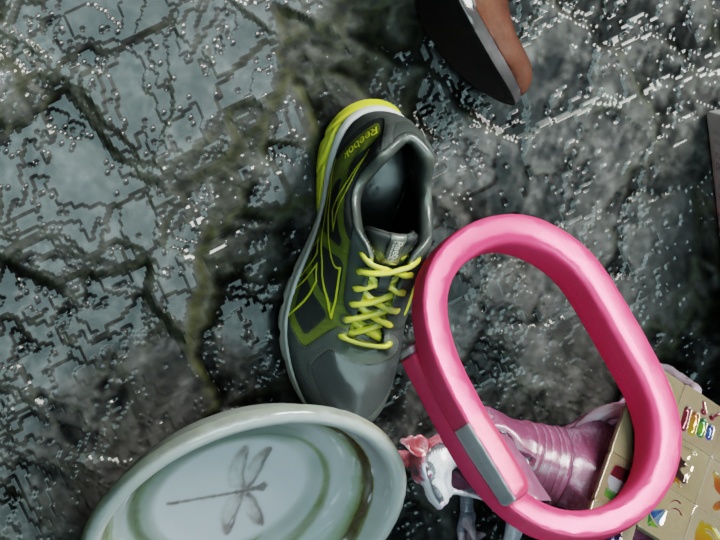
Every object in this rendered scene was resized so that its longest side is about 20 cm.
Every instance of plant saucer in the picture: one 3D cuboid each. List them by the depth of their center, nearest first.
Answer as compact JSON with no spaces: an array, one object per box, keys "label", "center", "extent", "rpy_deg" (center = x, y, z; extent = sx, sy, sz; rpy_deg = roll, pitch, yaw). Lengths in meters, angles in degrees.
[{"label":"plant saucer","center":[-0.074,0.136,1.510],"extent":[0.200,0.050,0.200],"rpy_deg":[-15,139,-14]}]

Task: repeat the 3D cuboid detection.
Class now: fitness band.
[{"label":"fitness band","center":[0.106,0.064,1.502],"extent":[0.144,0.037,0.200],"rpy_deg":[-26,85,-33]}]

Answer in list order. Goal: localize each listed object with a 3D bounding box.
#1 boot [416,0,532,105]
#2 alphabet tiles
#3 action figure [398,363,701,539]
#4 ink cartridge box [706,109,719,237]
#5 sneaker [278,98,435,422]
[{"label":"boot","center":[0.114,-0.222,1.546],"extent":[0.200,0.068,0.188],"rpy_deg":[-33,101,-19]},{"label":"alphabet tiles","center":[0.221,0.172,1.553],"extent":[0.200,0.008,0.167],"rpy_deg":[33,61,-19]},{"label":"action figure","center":[0.113,0.117,1.551],"extent":[0.200,0.134,0.149],"rpy_deg":[17,94,-25]},{"label":"ink cartridge box","center":[0.287,0.000,1.585],"extent":[0.083,0.145,0.200],"rpy_deg":[-12,103,-16]},{"label":"sneaker","center":[0.000,0.000,1.519],"extent":[0.074,0.085,0.200],"rpy_deg":[3,97,-18]}]
